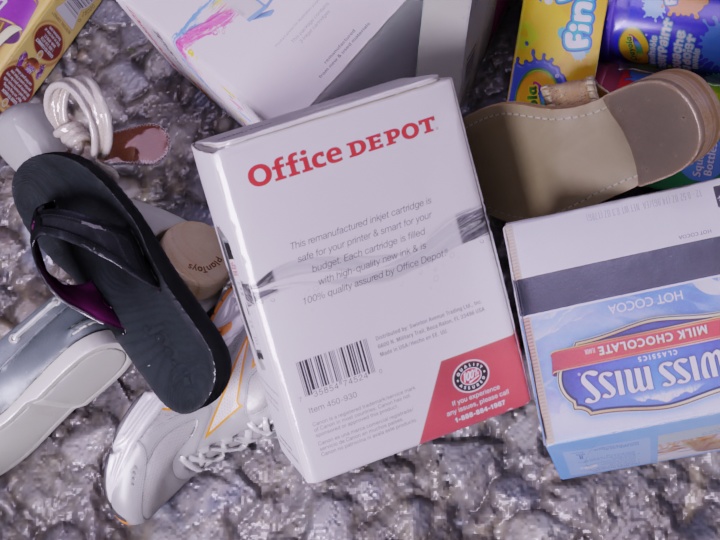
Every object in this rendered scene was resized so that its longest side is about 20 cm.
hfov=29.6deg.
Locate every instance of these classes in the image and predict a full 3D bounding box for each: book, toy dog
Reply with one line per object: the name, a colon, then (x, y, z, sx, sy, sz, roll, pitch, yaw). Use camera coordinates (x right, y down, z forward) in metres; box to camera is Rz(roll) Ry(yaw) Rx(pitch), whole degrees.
book: (0.083, -0.204, 0.853, 0.048, 0.134, 0.201, 16, 49, 11)
toy dog: (-0.146, -0.041, 0.904, 0.131, 0.096, 0.201, -24, 97, 43)

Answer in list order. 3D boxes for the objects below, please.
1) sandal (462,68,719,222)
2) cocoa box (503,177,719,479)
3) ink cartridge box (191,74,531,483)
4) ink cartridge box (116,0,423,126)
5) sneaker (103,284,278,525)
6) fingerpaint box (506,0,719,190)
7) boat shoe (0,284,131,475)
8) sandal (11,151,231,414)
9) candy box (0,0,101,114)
sandal: (0.140, -0.079, 0.792, 0.069, 0.211, 0.078, -27, 100, -31)
cocoa box: (0.194, 0.033, 0.783, 0.198, 0.133, 0.132, -12, 71, 8)
ink cartridge box: (0.000, 0.000, 0.798, 0.146, 0.083, 0.201, -18, 103, -13)
ink cartridge box: (-0.060, -0.167, 0.914, 0.200, 0.129, 0.125, 40, 85, 22)
sneaker: (-0.079, 0.087, 0.862, 0.092, 0.076, 0.200, 35, 83, 17)
fingerpaint box: (0.185, -0.155, 0.836, 0.166, 0.073, 0.202, 13, 105, 17)
boat shoe: (-0.238, 0.083, 0.891, 0.199, 0.073, 0.062, -36, 64, 12)
sandal: (-0.154, 0.002, 0.822, 0.201, 0.048, 0.075, 47, 122, 19)
candy box: (-0.284, -0.178, 1.007, 0.116, 0.056, 0.201, 30, 81, 19)
